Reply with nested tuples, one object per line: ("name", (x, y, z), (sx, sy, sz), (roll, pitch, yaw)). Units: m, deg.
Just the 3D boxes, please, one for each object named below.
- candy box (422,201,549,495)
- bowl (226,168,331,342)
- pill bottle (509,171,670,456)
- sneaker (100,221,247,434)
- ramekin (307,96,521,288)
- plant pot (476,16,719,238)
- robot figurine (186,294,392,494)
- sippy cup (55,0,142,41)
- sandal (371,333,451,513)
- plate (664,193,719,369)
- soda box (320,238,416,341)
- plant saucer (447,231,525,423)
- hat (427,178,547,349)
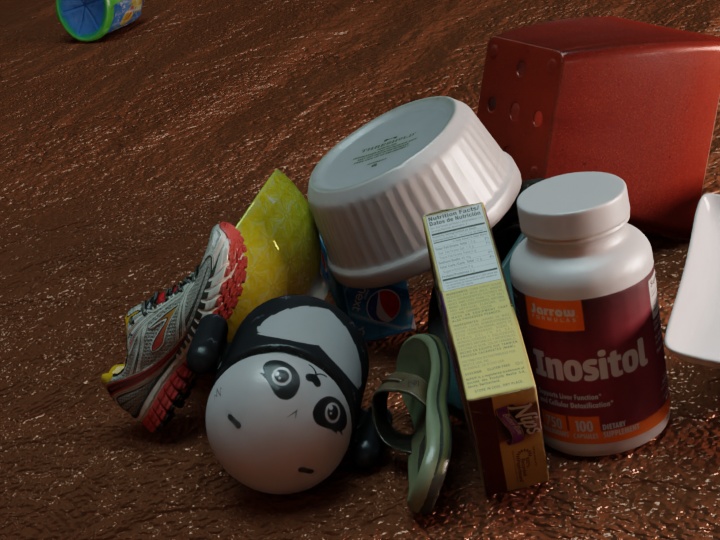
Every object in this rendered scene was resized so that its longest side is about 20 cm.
("candy box", (0.096, 0.058, 1.215), (0.056, 0.117, 0.201), (-12, 44, 2))
("bowl", (-0.092, 0.016, 1.480), (0.107, 0.201, 0.200), (33, 27, -3))
("pill bottle", (0.176, 0.033, 1.213), (0.112, 0.202, 0.113), (-10, 22, 4))
("sneaker", (-0.164, 0.044, 1.355), (0.082, 0.201, 0.078), (31, 15, 4))
("ramekin", (0.041, -0.079, 1.442), (0.201, 0.095, 0.203), (-26, 23, 12))
("plant pot", (0.224, -0.153, 1.570), (0.174, 0.202, 0.199), (1, 14, -29))
("robot figurine", (-0.057, 0.096, 1.278), (0.148, 0.126, 0.200), (-7, 23, 11))
("sippy cup", (-0.488, -0.513, 2.965), (0.177, 0.141, 0.130), (30, 30, 24))
("sandal", (0.038, 0.112, 1.233), (0.057, 0.081, 0.201), (9, 26, -4))
("plate", (0.343, 0.027, 1.194), (0.197, 0.033, 0.201), (13, 42, 13))
("soda box", (0.000, 0.000, 1.555), (0.063, 0.069, 0.200), (-15, 22, -6))
("plant saucer", (0.124, 0.034, 1.322), (0.070, 0.019, 0.201), (23, 77, 51))
("hat", (0.151, 0.016, 1.398), (0.199, 0.081, 0.202), (-28, 38, 25))
